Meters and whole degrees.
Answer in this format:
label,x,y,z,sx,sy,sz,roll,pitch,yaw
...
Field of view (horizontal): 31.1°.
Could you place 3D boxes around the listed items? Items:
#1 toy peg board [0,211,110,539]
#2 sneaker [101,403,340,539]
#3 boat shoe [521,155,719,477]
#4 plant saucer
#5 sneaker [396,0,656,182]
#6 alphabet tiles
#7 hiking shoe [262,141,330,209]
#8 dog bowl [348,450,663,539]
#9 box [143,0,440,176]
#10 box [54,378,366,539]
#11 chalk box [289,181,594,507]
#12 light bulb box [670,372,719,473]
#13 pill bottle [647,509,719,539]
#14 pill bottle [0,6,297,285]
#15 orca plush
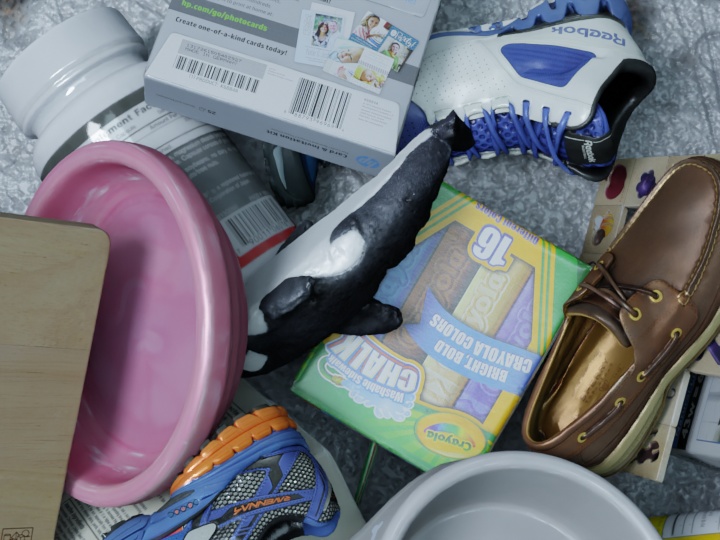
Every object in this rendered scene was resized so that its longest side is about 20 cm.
label,x,y,z,sx,sy,sz,roll,pitch,yaw
toy peg board,-0.258,0.055,0.680,0.200,0.098,0.199,7,100,-35
sneaker,-0.089,0.155,0.644,0.078,0.075,0.200,42,72,15
boat shoe,0.155,0.026,0.734,0.072,0.068,0.200,34,102,42
plant saucer,-0.129,0.029,0.723,0.051,0.200,0.201,1,88,-44
sneaker,0.102,-0.103,0.820,0.199,0.081,0.115,-24,49,-1
alphabet tiles,0.178,0.024,0.797,0.008,0.167,0.200,18,85,-26
hiking shoe,-0.018,-0.138,0.849,0.087,0.074,0.200,7,87,2
dog bowl,0.083,0.187,0.682,0.200,0.059,0.200,6,63,-12
box,-0.029,-0.172,0.799,0.156,0.041,0.200,17,70,-2
box,-0.105,0.175,0.761,0.200,0.128,0.109,-35,121,-16
chalk box,0.037,0.057,0.813,0.124,0.124,0.200,32,86,2
light bulb box,0.304,0.085,0.770,0.198,0.200,0.125,20,85,1
pill bottle,0.207,0.200,0.778,0.200,0.109,0.109,-12,86,24
pill bottle,-0.135,-0.059,0.826,0.114,0.114,0.200,-37,86,-2
orca plush,0.000,0.000,0.737,0.200,0.105,0.071,-46,106,-7
